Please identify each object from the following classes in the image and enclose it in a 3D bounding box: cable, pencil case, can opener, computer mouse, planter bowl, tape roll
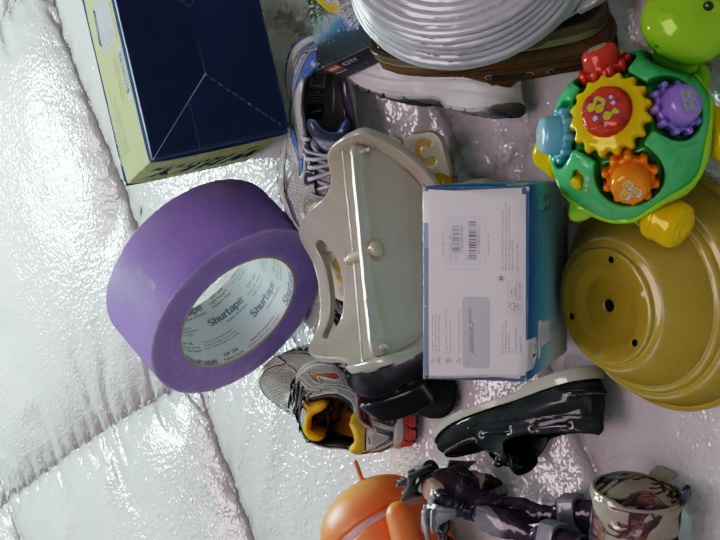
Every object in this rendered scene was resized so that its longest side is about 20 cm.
[{"bbox_3d":[0.082,-0.250,1.352,0.200,0.069,0.200,-37,62,0],"label":"cable"},{"bbox_3d":[0.227,0.263,1.419,0.078,0.089,0.202,20,117,51],"label":"pencil case"},{"bbox_3d":[0.066,0.069,1.552,0.199,0.078,0.064,-29,38,33],"label":"can opener"},{"bbox_3d":[0.019,0.072,1.648,0.200,0.034,0.059,40,128,36],"label":"computer mouse"},{"bbox_3d":[0.218,0.021,1.367,0.200,0.083,0.202,17,113,46],"label":"planter bowl"},{"bbox_3d":[-0.141,0.016,1.690,0.085,0.199,0.201,44,130,31],"label":"tape roll"}]

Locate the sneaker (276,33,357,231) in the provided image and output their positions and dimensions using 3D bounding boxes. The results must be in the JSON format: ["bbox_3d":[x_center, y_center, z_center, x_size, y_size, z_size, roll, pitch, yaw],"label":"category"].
[{"bbox_3d":[-0.037,-0.115,1.608,0.085,0.076,0.202,-141,45,-75],"label":"sneaker"}]

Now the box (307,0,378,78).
[{"bbox_3d":[0.039,-0.262,1.480,0.199,0.038,0.138,-19,73,36],"label":"box"}]

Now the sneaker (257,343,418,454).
[{"bbox_3d":[-0.036,0.125,1.688,0.199,0.082,0.079,16,113,47],"label":"sneaker"}]

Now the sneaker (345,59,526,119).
[{"bbox_3d":[0.067,-0.183,1.511,0.199,0.074,0.088,13,98,40],"label":"sneaker"}]

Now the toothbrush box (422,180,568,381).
[{"bbox_3d":[0.111,0.003,1.379,0.085,0.200,0.148,1,95,16],"label":"toothbrush box"}]

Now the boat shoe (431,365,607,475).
[{"bbox_3d":[0.138,0.141,1.498,0.199,0.074,0.067,-27,69,41],"label":"boat shoe"}]

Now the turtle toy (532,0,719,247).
[{"bbox_3d":[0.210,-0.123,1.301,0.145,0.101,0.201,34,92,32],"label":"turtle toy"}]

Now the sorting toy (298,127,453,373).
[{"bbox_3d":[0.000,0.000,1.526,0.180,0.106,0.202,-22,70,53],"label":"sorting toy"}]

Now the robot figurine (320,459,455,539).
[{"bbox_3d":[0.038,0.273,1.616,0.116,0.144,0.201,-40,66,16],"label":"robot figurine"}]

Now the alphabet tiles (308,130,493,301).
[{"bbox_3d":[0.045,-0.024,1.558,0.199,0.015,0.197,-5,108,35],"label":"alphabet tiles"}]

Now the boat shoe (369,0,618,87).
[{"bbox_3d":[0.107,-0.176,1.398,0.198,0.072,0.068,-3,143,22],"label":"boat shoe"}]

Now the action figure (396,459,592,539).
[{"bbox_3d":[0.114,0.211,1.511,0.199,0.130,0.070,17,112,34],"label":"action figure"}]

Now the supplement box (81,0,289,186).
[{"bbox_3d":[-0.172,-0.200,1.668,0.200,0.133,0.202,165,92,-75],"label":"supplement box"}]
